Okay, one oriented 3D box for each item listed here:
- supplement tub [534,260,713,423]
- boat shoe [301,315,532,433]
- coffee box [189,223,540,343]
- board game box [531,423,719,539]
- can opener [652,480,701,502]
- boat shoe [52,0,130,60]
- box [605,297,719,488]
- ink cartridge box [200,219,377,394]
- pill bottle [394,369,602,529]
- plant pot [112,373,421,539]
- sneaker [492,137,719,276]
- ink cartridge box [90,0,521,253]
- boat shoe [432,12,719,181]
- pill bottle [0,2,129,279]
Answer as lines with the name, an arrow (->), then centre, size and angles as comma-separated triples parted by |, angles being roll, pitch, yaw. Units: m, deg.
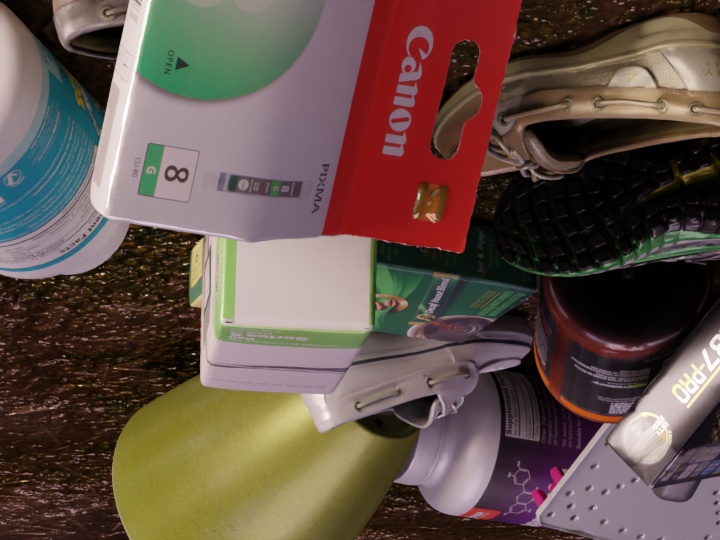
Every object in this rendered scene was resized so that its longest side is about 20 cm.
supplement tub -> 0.165, 0.034, 1.567 | 0.106, 0.107, 0.200 | 0, 159, 1
boat shoe -> 0.038, 0.076, 1.671 | 0.199, 0.067, 0.074 | -6, 166, -33
coffee box -> 0.000, 0.000, 1.569 | 0.199, 0.044, 0.123 | 9, 158, -21
board game box -> 0.248, 0.121, 1.759 | 0.199, 0.026, 0.200 | 17, 119, -36
can opener -> 0.253, 0.080, 1.653 | 0.066, 0.053, 0.200 | 16, 129, -13
boat shoe -> -0.060, -0.121, 1.224 | 0.200, 0.066, 0.072 | 8, 158, -18
box -> 0.255, 0.057, 1.523 | 0.161, 0.049, 0.200 | -51, 156, 20
ink cartridge box -> -0.042, -0.019, 1.341 | 0.084, 0.146, 0.200 | 3, 167, -7
pill bottle -> 0.117, 0.132, 1.816 | 0.199, 0.113, 0.112 | 10, 157, -23
plant pot -> -0.048, 0.125, 1.754 | 0.187, 0.188, 0.200 | 16, 139, -34
sneaker -> 0.175, -0.028, 1.444 | 0.199, 0.078, 0.085 | -6, 159, 16
ink cartridge box -> -0.019, -0.091, 1.183 | 0.199, 0.162, 0.050 | 9, -166, -17
boat shoe -> 0.121, -0.081, 1.328 | 0.200, 0.063, 0.073 | -16, 153, 36
pill bottle -> -0.192, -0.064, 1.316 | 0.110, 0.111, 0.200 | -5, 158, 15
